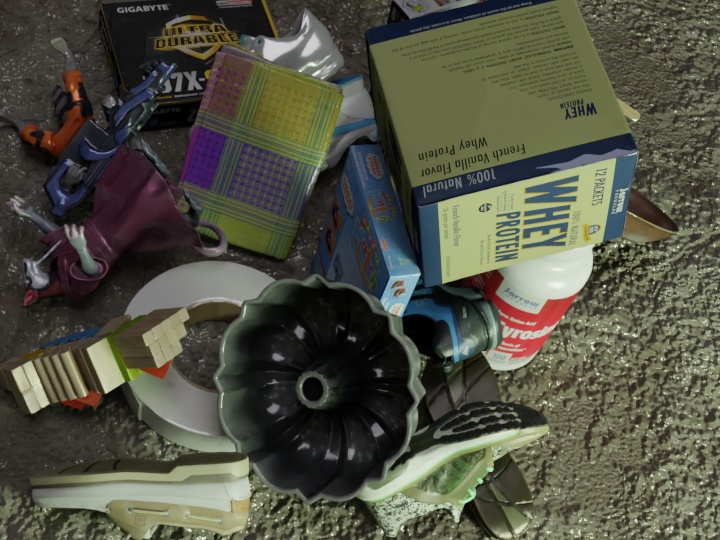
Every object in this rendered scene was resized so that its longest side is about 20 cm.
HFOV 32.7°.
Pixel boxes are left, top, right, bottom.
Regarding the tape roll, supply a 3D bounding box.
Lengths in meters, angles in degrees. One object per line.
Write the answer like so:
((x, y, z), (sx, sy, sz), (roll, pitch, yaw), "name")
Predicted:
((-0.141, 0.083, 1.215), (0.200, 0.037, 0.205), (7, 55, -10), "tape roll")

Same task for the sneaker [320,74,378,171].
((-0.070, -0.142, 1.365), (0.198, 0.076, 0.082), (-28, 108, -12), "sneaker")

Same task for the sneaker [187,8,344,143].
((-0.118, -0.211, 1.349), (0.199, 0.075, 0.089), (-37, 109, -14), "sneaker")

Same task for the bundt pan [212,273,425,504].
((-0.030, 0.103, 1.113), (0.201, 0.203, 0.076), (41, 16, 15), "bundt pan")

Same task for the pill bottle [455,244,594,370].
((0.166, 0.004, 1.246), (0.111, 0.201, 0.113), (9, 51, -12), "pill bottle")

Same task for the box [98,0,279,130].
((-0.190, -0.245, 1.426), (0.197, 0.050, 0.161), (-8, 60, -20), "box")

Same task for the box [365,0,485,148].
((0.068, -0.231, 1.387), (0.109, 0.201, 0.035), (-23, 60, -27), "box")

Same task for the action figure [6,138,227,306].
((-0.259, -0.029, 1.228), (0.200, 0.149, 0.134), (-43, 42, -1), "action figure")

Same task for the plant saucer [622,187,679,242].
((0.268, -0.086, 1.396), (0.199, 0.037, 0.201), (29, 18, -10), "plant saucer")

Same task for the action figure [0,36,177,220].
((-0.270, -0.155, 1.302), (0.200, 0.105, 0.194), (-44, 79, 2), "action figure")

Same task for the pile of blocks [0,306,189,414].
((-0.243, 0.090, 1.146), (0.198, 0.063, 0.082), (-15, 16, 18), "pile of blocks")

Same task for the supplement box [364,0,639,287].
((0.123, -0.124, 1.120), (0.197, 0.135, 0.202), (-14, 59, -2), "supplement box")

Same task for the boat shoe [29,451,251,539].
((-0.196, 0.204, 1.089), (0.197, 0.075, 0.069), (-3, 94, 6), "boat shoe")

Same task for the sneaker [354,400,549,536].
((0.088, 0.189, 1.156), (0.198, 0.089, 0.077), (-21, 19, 4), "sneaker")

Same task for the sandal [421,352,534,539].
((0.112, 0.170, 1.217), (0.081, 0.055, 0.202), (-19, 76, -19), "sandal")

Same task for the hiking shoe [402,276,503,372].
((0.052, 0.033, 1.238), (0.086, 0.075, 0.199), (-26, 32, -28), "hiking shoe")

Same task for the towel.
((-0.110, -0.125, 1.301), (0.142, 0.023, 0.202), (18, 96, -3), "towel")

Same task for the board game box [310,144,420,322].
((0.000, 0.000, 1.208), (0.036, 0.201, 0.153), (-5, 57, -18), "board game box")

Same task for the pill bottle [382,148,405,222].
((0.109, -0.073, 1.345), (0.198, 0.112, 0.113), (19, 53, -1), "pill bottle")

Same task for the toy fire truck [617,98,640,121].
((0.212, -0.183, 1.334), (0.197, 0.130, 0.176), (-16, 29, -5), "toy fire truck")
